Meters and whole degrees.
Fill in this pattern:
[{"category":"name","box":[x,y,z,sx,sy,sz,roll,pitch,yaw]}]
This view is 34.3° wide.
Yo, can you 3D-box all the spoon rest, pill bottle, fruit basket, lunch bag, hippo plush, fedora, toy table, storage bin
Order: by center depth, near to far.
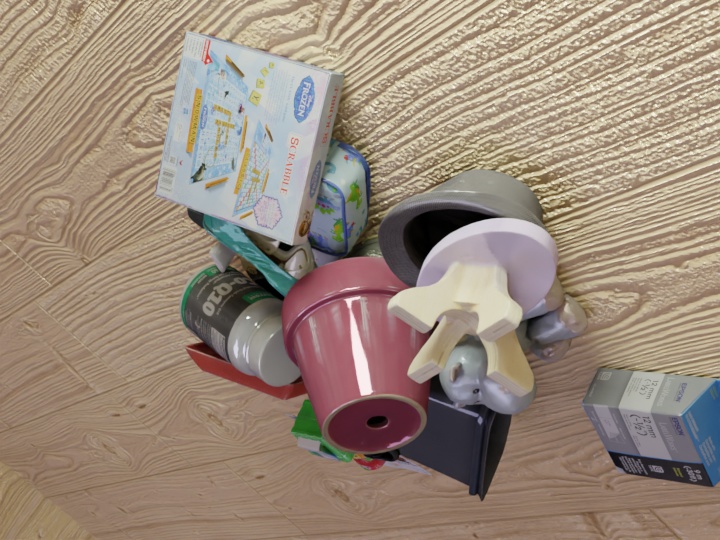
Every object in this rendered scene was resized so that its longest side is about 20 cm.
[{"category":"toy table","box":[0.122,0.041,1.261,0.182,0.118,0.200,26,143,-6]},{"category":"fedora","box":[0.126,-0.051,1.319,0.198,0.091,0.178,-4,136,29]},{"category":"hippo plush","box":[0.158,0.080,1.403,0.198,0.161,0.160,19,146,23]},{"category":"lunch bag","box":[-0.086,-0.107,1.450,0.198,0.083,0.162,22,146,19]},{"category":"storage bin","box":[0.131,0.189,1.581,0.133,0.146,0.201,18,138,15]},{"category":"spoon rest","box":[-0.111,-0.039,1.605,0.198,0.061,0.100,-5,131,28]},{"category":"pill bottle","box":[-0.159,0.076,1.633,0.199,0.113,0.114,30,154,43]},{"category":"fruit basket","box":[-0.008,0.287,1.900,0.200,0.094,0.185,39,160,-26]}]

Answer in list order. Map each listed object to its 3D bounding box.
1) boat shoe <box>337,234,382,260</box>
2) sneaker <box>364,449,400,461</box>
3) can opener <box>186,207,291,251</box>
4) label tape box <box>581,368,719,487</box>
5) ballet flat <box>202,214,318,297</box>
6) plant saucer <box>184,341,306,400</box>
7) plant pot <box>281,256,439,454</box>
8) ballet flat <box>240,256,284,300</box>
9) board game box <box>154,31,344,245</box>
[{"category":"boat shoe","box":[0.003,0.002,1.537,0.072,0.061,0.201,31,157,-14]},{"category":"sneaker","box":[0.006,0.220,1.752,0.199,0.099,0.071,18,148,41]},{"category":"can opener","box":[-0.151,-0.066,1.564,0.199,0.053,0.067,27,139,31]},{"category":"label tape box","box":[0.392,0.197,1.439,0.199,0.066,0.144,4,138,42]},{"category":"ballet flat","box":[-0.104,-0.025,1.452,0.199,0.068,0.070,38,129,-16]},{"category":"plant saucer","box":[-0.128,0.142,1.739,0.198,0.199,0.037,16,102,29]},{"category":"plant pot","box":[0.007,0.113,1.420,0.198,0.180,0.201,-5,140,-4]},{"category":"ballet flat","box":[-0.110,0.045,1.704,0.066,0.057,0.200,-5,132,48]},{"category":"board game box","box":[-0.132,-0.155,1.354,0.198,0.041,0.202,20,105,22]}]
